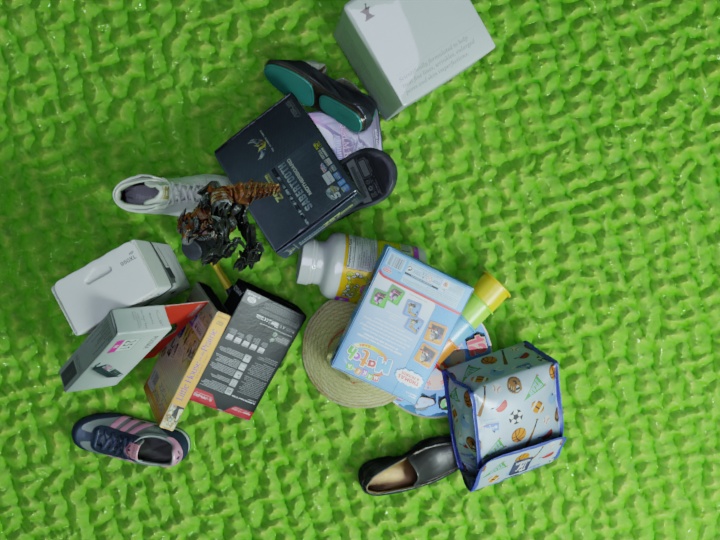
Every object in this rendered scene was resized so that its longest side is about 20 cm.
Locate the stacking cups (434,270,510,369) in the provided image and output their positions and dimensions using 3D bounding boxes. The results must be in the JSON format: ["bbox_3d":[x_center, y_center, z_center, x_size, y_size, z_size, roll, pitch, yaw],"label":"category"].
[{"bbox_3d":[0.153,0.095,1.485,0.060,0.061,0.201,41,88,-5],"label":"stacking cups"}]

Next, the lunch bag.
[{"bbox_3d":[0.233,0.242,1.491,0.167,0.124,0.204,-14,112,-17],"label":"lunch bag"}]

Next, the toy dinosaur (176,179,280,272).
[{"bbox_3d":[-0.201,-0.078,1.389,0.101,0.200,0.138,-2,69,-33],"label":"toy dinosaur"}]

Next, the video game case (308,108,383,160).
[{"bbox_3d":[-0.061,-0.184,1.507,0.196,0.019,0.146,-7,96,1],"label":"video game case"}]

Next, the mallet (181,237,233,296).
[{"bbox_3d":[-0.221,0.024,1.503,0.041,0.066,0.203,-21,100,32],"label":"mallet"}]

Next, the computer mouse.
[{"bbox_3d":[-0.033,-0.135,1.482,0.197,0.053,0.141,-18,98,14],"label":"computer mouse"}]

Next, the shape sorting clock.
[{"bbox_3d":[0.119,0.144,1.534,0.196,0.039,0.204,0,96,-1],"label":"shape sorting clock"}]

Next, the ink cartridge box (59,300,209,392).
[{"bbox_3d":[-0.338,0.116,1.419,0.200,0.172,0.044,-41,64,40],"label":"ink cartridge box"}]

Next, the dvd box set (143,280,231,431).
[{"bbox_3d":[-0.276,0.131,1.476,0.029,0.146,0.202,25,95,-27],"label":"dvd box set"}]

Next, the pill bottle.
[{"bbox_3d":[0.000,0.000,1.474,0.196,0.104,0.106,10,96,-8],"label":"pill bottle"}]

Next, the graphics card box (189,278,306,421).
[{"bbox_3d":[-0.186,0.128,1.497,0.124,0.051,0.202,25,99,-32],"label":"graphics card box"}]

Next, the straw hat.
[{"bbox_3d":[-0.006,0.136,1.491,0.197,0.085,0.205,1,96,9],"label":"straw hat"}]

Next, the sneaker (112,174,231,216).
[{"bbox_3d":[-0.285,-0.114,1.463,0.196,0.116,0.075,-3,95,-2],"label":"sneaker"}]

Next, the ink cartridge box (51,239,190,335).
[{"bbox_3d":[-0.360,0.025,1.429,0.143,0.200,0.085,-30,88,3],"label":"ink cartridge box"}]

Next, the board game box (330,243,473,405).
[{"bbox_3d":[0.062,0.083,1.426,0.149,0.037,0.203,25,96,-11],"label":"board game box"}]

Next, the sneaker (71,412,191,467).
[{"bbox_3d":[-0.378,0.277,1.519,0.196,0.082,0.072,5,97,-1],"label":"sneaker"}]

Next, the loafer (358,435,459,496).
[{"bbox_3d":[0.093,0.328,1.537,0.197,0.072,0.074,-21,95,1],"label":"loafer"}]

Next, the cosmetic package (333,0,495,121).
[{"bbox_3d":[0.073,-0.344,1.392,0.163,0.200,0.167,-33,96,-3],"label":"cosmetic package"}]

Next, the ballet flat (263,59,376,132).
[{"bbox_3d":[-0.057,-0.285,1.470,0.198,0.073,0.074,31,96,15],"label":"ballet flat"}]

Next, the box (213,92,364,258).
[{"bbox_3d":[-0.110,-0.145,1.432,0.157,0.051,0.202,-35,73,6],"label":"box"}]
